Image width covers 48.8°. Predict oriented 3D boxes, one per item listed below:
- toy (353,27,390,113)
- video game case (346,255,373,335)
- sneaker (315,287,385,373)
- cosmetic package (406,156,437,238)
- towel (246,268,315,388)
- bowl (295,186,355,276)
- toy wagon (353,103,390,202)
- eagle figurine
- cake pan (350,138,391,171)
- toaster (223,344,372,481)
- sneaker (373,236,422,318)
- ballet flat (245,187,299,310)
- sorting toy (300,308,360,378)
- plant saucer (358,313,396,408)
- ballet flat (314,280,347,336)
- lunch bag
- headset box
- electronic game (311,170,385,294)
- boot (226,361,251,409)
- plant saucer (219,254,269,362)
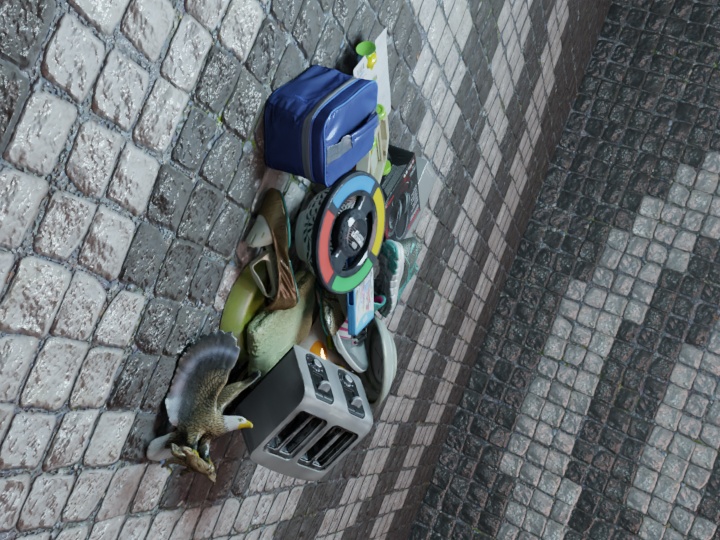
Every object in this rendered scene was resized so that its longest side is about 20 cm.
[{"bbox_3d":[0.010,-0.328,1.430,0.116,0.047,0.201,-57,162,-27],"label":"toy"},{"bbox_3d":[0.000,0.000,1.427,0.143,0.017,0.205,-36,127,-74],"label":"video game case"},{"bbox_3d":[0.001,0.096,1.568,0.203,0.119,0.084,66,27,-8],"label":"sneaker"},{"bbox_3d":[0.089,-0.147,1.743,0.203,0.089,0.107,-65,159,-3],"label":"cosmetic package"},{"bbox_3d":[-0.136,0.100,1.392,0.200,0.036,0.151,-47,149,-46],"label":"towel"},{"bbox_3d":[-0.059,-0.062,1.406,0.200,0.092,0.206,3,90,-76],"label":"bowl"},{"bbox_3d":[0.017,-0.188,1.408,0.156,0.039,0.203,80,23,-56],"label":"toy wagon"},{"bbox_3d":[-0.235,0.217,1.237,0.152,0.149,0.204,-41,-144,48],"label":"eagle figurine"},{"bbox_3d":[0.009,-0.190,1.571,0.201,0.036,0.203,-51,153,-39],"label":"cake pan"},{"bbox_3d":[-0.103,0.248,1.347,0.200,0.119,0.180,-45,131,15],"label":"toaster"},{"bbox_3d":[0.077,0.013,1.586,0.090,0.078,0.202,-22,146,-31],"label":"sneaker"},{"bbox_3d":[-0.147,-0.027,1.278,0.071,0.067,0.204,-17,113,-29],"label":"ballet flat"},{"bbox_3d":[-0.056,0.135,1.661,0.200,0.104,0.184,41,52,-68],"label":"sorting toy"},{"bbox_3d":[0.035,0.183,1.654,0.049,0.201,0.204,-1,119,-20],"label":"plant saucer"},{"bbox_3d":[-0.047,0.043,1.465,0.201,0.074,0.069,-109,179,-60],"label":"ballet flat"},{"bbox_3d":[-0.047,-0.230,1.258,0.200,0.130,0.138,-48,151,-43],"label":"lunch bag"},{"bbox_3d":[0.054,-0.125,1.584,0.150,0.076,0.202,-58,155,-27],"label":"headset box"},{"bbox_3d":[-0.016,-0.060,1.283,0.199,0.041,0.204,-33,131,-48],"label":"electronic game"},{"bbox_3d":[-0.139,0.213,1.427,0.199,0.136,0.079,-36,142,-54],"label":"boot"},{"bbox_3d":[-0.172,0.069,1.365,0.201,0.031,0.203,-51,152,-41],"label":"plant saucer"}]
